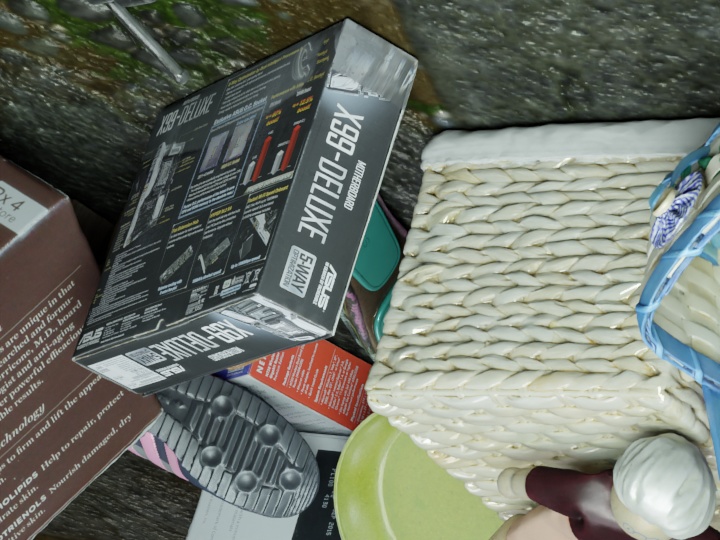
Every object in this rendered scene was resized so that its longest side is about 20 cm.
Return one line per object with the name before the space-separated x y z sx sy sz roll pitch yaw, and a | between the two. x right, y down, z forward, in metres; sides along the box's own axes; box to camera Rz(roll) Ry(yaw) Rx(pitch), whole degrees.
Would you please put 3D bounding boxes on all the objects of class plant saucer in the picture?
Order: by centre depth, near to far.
plant saucer | 0.077 0.155 1.668 0.200 0.031 0.200 17 126 25

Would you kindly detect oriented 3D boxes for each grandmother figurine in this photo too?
grandmother figurine | 0.127 0.128 1.394 0.121 0.061 0.200 12 160 -9

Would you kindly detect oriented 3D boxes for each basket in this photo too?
basket | 0.205 0.008 1.241 0.139 0.200 0.176 22 124 -29
basket | 0.141 0.037 1.455 0.200 0.161 0.198 -2 149 36

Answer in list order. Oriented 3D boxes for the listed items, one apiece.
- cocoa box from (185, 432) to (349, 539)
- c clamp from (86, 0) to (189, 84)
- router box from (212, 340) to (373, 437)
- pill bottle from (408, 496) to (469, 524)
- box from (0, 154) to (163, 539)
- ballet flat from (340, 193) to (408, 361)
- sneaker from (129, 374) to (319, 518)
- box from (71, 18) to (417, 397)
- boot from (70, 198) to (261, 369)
cocoa box | -0.036 0.219 1.817 0.133 0.200 0.131 4 155 28
c clamp | -0.083 -0.160 1.347 0.171 0.027 0.200 39 152 -31
router box | -0.050 0.101 1.881 0.179 0.049 0.200 29 155 -26
pill bottle | 0.112 0.146 1.791 0.109 0.109 0.200 -4 149 41
box | -0.247 0.041 1.631 0.166 0.164 0.200 30 154 37
ballet flat | 0.000 0.000 1.608 0.071 0.069 0.200 24 161 37
sneaker | -0.110 0.096 1.790 0.200 0.070 0.082 31 172 10
box | -0.063 -0.029 1.453 0.050 0.158 0.200 29 154 -25
boot | -0.097 0.011 1.687 0.155 0.074 0.200 35 164 -34
